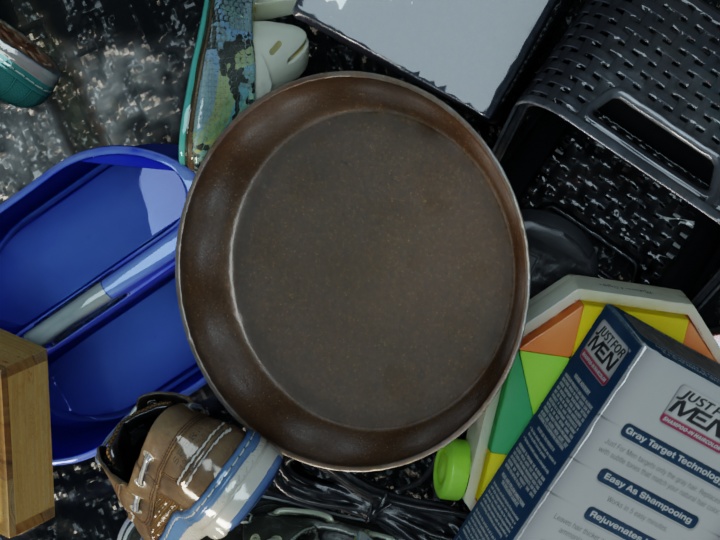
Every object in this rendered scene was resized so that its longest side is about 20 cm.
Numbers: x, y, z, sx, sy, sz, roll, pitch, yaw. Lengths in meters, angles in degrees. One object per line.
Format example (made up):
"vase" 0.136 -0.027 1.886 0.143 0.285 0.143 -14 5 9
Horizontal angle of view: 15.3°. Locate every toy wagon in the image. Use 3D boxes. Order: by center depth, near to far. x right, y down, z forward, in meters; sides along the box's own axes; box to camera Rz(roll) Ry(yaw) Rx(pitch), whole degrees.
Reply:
"toy wagon" 0.118 0.103 1.386 0.155 0.040 0.200 8 107 -14

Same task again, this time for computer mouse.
"computer mouse" 0.032 0.046 1.407 0.140 0.046 0.200 20 104 -6

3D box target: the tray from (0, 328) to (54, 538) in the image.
"tray" -0.246 0.062 1.440 0.200 0.037 0.099 20 121 36

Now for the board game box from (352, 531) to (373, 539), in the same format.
"board game box" -0.028 0.256 1.423 0.103 0.105 0.200 38 110 -14

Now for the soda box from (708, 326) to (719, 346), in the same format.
"soda box" 0.144 0.071 1.455 0.199 0.068 0.064 -8 91 6

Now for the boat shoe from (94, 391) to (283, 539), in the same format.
"boat shoe" -0.095 0.098 1.388 0.072 0.200 0.072 40 70 -5

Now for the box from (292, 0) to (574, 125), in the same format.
"box" 0.069 -0.186 1.391 0.117 0.200 0.197 30 94 4

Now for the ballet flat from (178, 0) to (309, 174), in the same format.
"ballet flat" -0.056 -0.137 1.431 0.074 0.074 0.200 1 58 5

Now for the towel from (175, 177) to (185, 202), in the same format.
"towel" -0.006 -0.027 1.467 0.200 0.018 0.086 26 119 10

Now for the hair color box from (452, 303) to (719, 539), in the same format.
"hair color box" 0.117 0.129 1.341 0.100 0.061 0.200 28 102 -22

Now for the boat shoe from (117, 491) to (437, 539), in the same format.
"boat shoe" -0.039 0.159 1.476 0.199 0.064 0.071 4 92 5

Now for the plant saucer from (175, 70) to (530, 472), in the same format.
"plant saucer" 0.000 0.000 1.349 0.200 0.034 0.201 2 95 28

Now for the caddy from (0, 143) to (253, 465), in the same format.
"caddy" -0.143 0.016 1.447 0.200 0.105 0.142 -34 91 16

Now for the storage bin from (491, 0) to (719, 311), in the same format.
"storage bin" 0.148 -0.059 1.377 0.135 0.200 0.094 34 76 4

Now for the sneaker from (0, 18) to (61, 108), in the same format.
"sneaker" -0.265 -0.125 1.492 0.200 0.071 0.080 25 98 9
